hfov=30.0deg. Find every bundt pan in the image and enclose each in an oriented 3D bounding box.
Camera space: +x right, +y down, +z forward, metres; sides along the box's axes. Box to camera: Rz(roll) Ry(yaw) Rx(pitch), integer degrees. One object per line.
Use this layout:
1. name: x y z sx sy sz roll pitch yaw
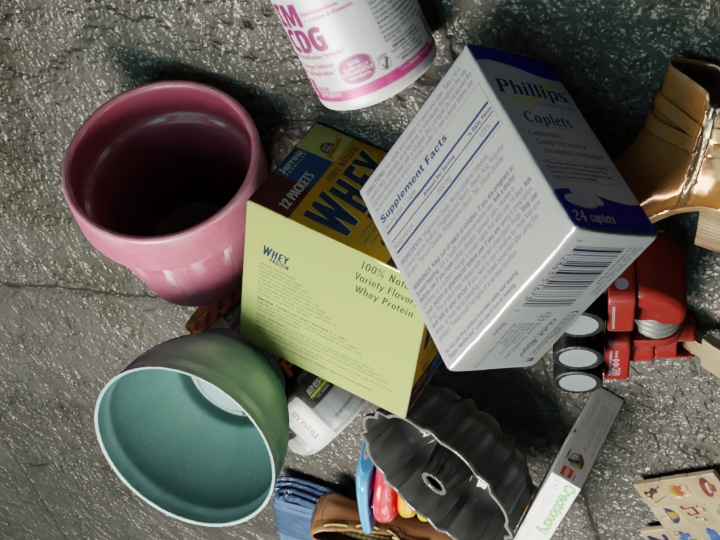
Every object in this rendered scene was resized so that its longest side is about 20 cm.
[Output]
1. bundt pan: 0.099 0.198 1.410 0.201 0.076 0.202 35 152 21

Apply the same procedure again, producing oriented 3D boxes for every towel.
1. towel: -0.054 0.355 1.776 0.111 0.049 0.201 13 134 20

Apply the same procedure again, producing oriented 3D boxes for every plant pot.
1. plant pot: -0.184 -0.062 1.374 0.199 0.201 0.179 20 152 19
2. plant pot: -0.155 0.144 1.394 0.199 0.134 0.202 12 125 17

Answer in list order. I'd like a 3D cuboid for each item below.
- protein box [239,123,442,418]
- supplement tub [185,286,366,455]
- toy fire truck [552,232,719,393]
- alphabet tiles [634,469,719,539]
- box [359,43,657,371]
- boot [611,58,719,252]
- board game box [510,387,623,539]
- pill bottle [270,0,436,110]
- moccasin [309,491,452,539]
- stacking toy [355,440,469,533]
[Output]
1. protein box: 0.000 0.000 1.327 0.197 0.135 0.201 25 139 15
2. supplement tub: -0.093 0.098 1.500 0.200 0.123 0.122 45 140 -11
3. toy fire truck: 0.271 0.049 1.197 0.198 0.130 0.176 -1 149 9
4. alphabet tiles: 0.380 0.288 1.418 0.167 0.008 0.200 -19 116 45
5. box: 0.116 -0.050 1.120 0.184 0.104 0.201 -52 52 37
6. boot: 0.244 -0.103 1.107 0.198 0.074 0.156 11 133 17
7. board game box: 0.206 0.225 1.402 0.034 0.126 0.201 28 140 10
8. pill bottle: -0.023 -0.246 1.125 0.113 0.114 0.201 -4 125 38
9. moccasin: 0.035 0.336 1.651 0.200 0.078 0.074 24 130 -10
10. stacking toy: 0.098 0.246 1.535 0.198 0.117 0.110 10 137 13
